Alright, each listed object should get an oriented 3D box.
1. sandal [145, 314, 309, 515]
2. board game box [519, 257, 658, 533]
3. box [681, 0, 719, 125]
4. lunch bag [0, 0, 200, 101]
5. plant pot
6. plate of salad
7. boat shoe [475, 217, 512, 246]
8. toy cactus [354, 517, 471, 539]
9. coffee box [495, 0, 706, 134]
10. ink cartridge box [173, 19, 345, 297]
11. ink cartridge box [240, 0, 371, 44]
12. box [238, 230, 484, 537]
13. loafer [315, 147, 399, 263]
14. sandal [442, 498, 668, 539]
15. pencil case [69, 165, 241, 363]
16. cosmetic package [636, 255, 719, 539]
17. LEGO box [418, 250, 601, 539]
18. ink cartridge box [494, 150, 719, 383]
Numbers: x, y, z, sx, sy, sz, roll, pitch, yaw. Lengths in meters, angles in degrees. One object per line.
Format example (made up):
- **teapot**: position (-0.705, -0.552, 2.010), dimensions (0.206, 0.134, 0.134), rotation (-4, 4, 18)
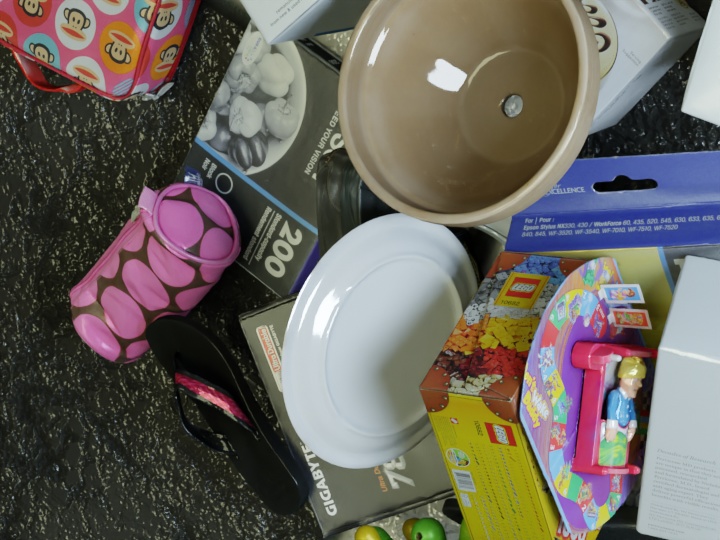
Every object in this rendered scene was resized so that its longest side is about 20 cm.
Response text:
- **sandal**: position (-0.116, 0.119, 1.767), dimensions (0.200, 0.045, 0.075), rotation (53, 141, 12)
- **board game box**: position (0.182, 0.094, 1.539), dimensions (0.039, 0.158, 0.200), rotation (6, 135, 36)
- **box**: position (0.344, -0.129, 1.489), dimensions (0.200, 0.124, 0.098), rotation (23, 111, 24)
- **lunch bag**: position (-0.239, -0.231, 1.834), dimensions (0.200, 0.082, 0.176), rotation (30, 115, 21)
- **plant pot**: position (0.090, -0.126, 1.549), dimensions (0.201, 0.093, 0.201), rotation (-5, 80, 29)
- **plate of salad**: position (0.012, 0.052, 1.636), dimensions (0.048, 0.200, 0.200), rotation (20, 112, 47)
- **boat shoe**: position (0.107, -0.068, 1.668), dimensions (0.200, 0.074, 0.067), rotation (32, 143, 9)
- **toy cactus**: position (0.085, 0.261, 1.719), dimensions (0.200, 0.102, 0.165), rotation (0, 139, 37)
- **coffee box**: position (0.146, -0.213, 1.612), dimensions (0.200, 0.080, 0.113), rotation (50, 122, 11)
- **ink cartridge box**: position (-0.046, -0.079, 1.777), dimensions (0.200, 0.043, 0.198), rotation (36, 117, 17)
- **ink cartridge box**: position (-0.062, -0.286, 1.680), dimensions (0.084, 0.145, 0.200), rotation (-37, 81, 32)
- **box**: position (0.027, 0.093, 1.747), dimensions (0.198, 0.050, 0.200), rotation (-20, 91, 18)
- **loafer**: position (0.000, 0.000, 1.692), dimensions (0.072, 0.073, 0.200), rotation (17, 110, 48)
- **sandal**: position (0.161, 0.190, 1.709), dimensions (0.200, 0.075, 0.048), rotation (0, 65, 31)
- **pencil case**: position (-0.179, 0.001, 1.817), dimensions (0.200, 0.094, 0.091), rotation (-47, 32, 47)
- **cosmetic package**: position (0.250, 0.098, 1.557), dimensions (0.071, 0.101, 0.200), rotation (12, 135, 13)
- **LEGO box**: position (0.129, 0.111, 1.591), dimensions (0.077, 0.149, 0.200), rotation (7, 135, 30)
- **ink cartridge box**: position (0.211, 0.006, 1.588), dimensions (0.198, 0.047, 0.200), rotation (-3, 132, 30)
